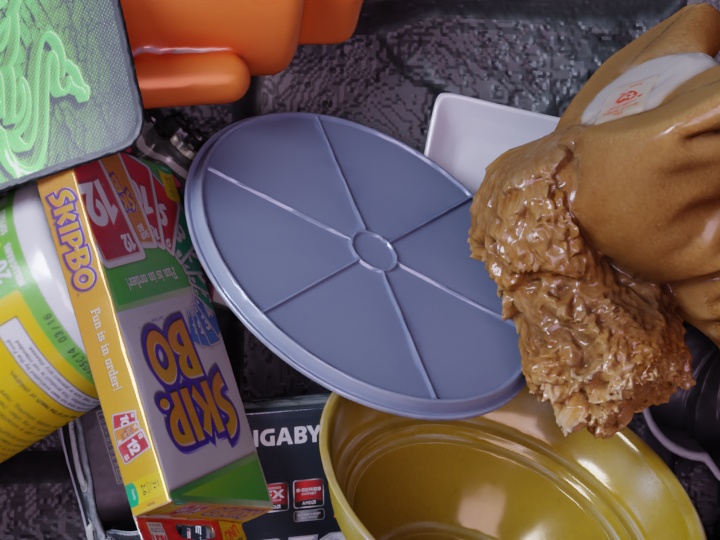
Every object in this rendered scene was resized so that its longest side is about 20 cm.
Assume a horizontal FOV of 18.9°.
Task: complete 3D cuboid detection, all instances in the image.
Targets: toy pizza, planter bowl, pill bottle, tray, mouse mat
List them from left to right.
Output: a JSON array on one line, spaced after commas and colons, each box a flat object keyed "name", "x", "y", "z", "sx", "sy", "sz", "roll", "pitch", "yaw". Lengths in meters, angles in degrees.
[{"name": "pill bottle", "x": -0.207, "y": 0.049, "z": 1.070, "sx": 0.200, "sy": 0.111, "sz": 0.111, "roll": -30, "pitch": 100, "yaw": 12}, {"name": "mouse mat", "x": -0.192, "y": -0.128, "z": 1.027, "sx": 0.160, "sy": 0.008, "sz": 0.201, "roll": -17, "pitch": 74, "yaw": 11}, {"name": "toy pizza", "x": 0.000, "y": 0.000, "z": 1.082, "sx": 0.200, "sy": 0.201, "sz": 0.032, "roll": 26, "pitch": 128, "yaw": -12}, {"name": "planter bowl", "x": 0.061, "y": 0.135, "z": 1.051, "sx": 0.200, "sy": 0.201, "sz": 0.084, "roll": 17, "pitch": 123, "yaw": -11}, {"name": "tray", "x": 0.070, "y": 0.011, "z": 1.180, "sx": 0.107, "sy": 0.022, "sz": 0.201, "roll": 12, "pitch": 92, "yaw": -12}]

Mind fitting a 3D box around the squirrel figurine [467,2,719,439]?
[{"name": "squirrel figurine", "x": 0.160, "y": 0.000, "z": 1.075, "sx": 0.200, "sy": 0.142, "sz": 0.187, "roll": -33, "pitch": 111, "yaw": -3}]

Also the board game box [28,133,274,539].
[{"name": "board game box", "x": -0.095, "y": 0.037, "z": 1.016, "sx": 0.030, "sy": 0.095, "sz": 0.201, "roll": -23, "pitch": 73, "yaw": 23}]

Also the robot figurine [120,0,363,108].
[{"name": "robot figurine", "x": -0.098, "y": -0.157, "z": 1.089, "sx": 0.199, "sy": 0.117, "sz": 0.144, "roll": 0, "pitch": 99, "yaw": -11}]

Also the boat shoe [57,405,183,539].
[{"name": "boat shoe", "x": -0.107, "y": 0.142, "z": 1.133, "sx": 0.073, "sy": 0.068, "sz": 0.200, "roll": -15, "pitch": 97, "yaw": -9}]

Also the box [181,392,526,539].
[{"name": "box", "x": 0.006, "y": 0.143, "z": 1.121, "sx": 0.199, "sy": 0.046, "sz": 0.160, "roll": -2, "pitch": 95, "yaw": -25}]

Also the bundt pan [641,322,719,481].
[{"name": "bundt pan", "x": 0.217, "y": 0.014, "z": 1.179, "sx": 0.201, "sy": 0.076, "sz": 0.203, "roll": -1, "pitch": 94, "yaw": -11}]

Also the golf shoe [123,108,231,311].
[{"name": "golf shoe", "x": -0.080, "y": -0.009, "z": 1.134, "sx": 0.200, "sy": 0.077, "sz": 0.088, "roll": 41, "pitch": 102, "yaw": -5}]
